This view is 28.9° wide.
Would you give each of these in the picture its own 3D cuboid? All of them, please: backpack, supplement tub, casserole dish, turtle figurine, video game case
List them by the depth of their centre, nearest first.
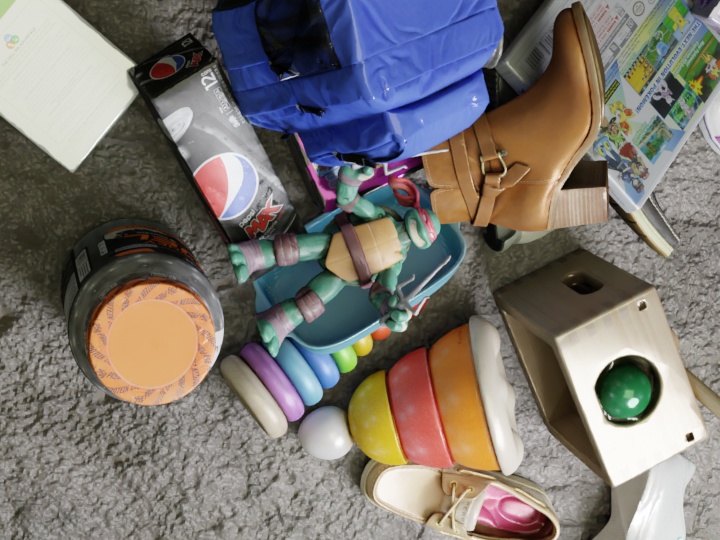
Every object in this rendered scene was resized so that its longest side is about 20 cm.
[{"bbox_3d":[-0.014,-0.165,1.058,0.162,0.200,0.168,-22,106,-37],"label":"backpack"},{"bbox_3d":[-0.178,0.033,1.134,0.122,0.200,0.123,-4,104,-14],"label":"supplement tub"},{"bbox_3d":[-0.002,-0.014,1.151,0.199,0.101,0.150,-24,83,-2],"label":"turtle figurine"},{"bbox_3d":[0.000,0.000,1.223,0.200,0.121,0.039,-33,151,-14],"label":"casserole dish"},{"bbox_3d":[0.232,-0.184,1.239,0.182,0.022,0.200,45,65,-15],"label":"video game case"}]

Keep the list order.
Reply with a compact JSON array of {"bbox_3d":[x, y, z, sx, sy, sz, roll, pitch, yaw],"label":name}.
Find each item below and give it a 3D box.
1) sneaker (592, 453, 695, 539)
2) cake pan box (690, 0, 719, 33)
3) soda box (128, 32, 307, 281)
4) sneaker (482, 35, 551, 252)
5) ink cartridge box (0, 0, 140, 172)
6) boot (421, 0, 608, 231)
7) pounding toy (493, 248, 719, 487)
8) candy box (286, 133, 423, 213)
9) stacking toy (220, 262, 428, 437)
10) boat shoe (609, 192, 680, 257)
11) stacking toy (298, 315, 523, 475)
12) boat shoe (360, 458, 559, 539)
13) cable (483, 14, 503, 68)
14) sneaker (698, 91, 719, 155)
[{"bbox_3d":[0.279,0.272,1.383,0.088,0.075,0.201,17,97,-29],"label":"sneaker"},{"bbox_3d":[0.423,-0.263,1.258,0.184,0.052,0.200,27,100,-14],"label":"cake pan box"},{"bbox_3d":[-0.114,-0.091,1.160,0.063,0.071,0.200,-33,127,-7],"label":"soda box"},{"bbox_3d":[0.145,-0.122,1.254,0.088,0.074,0.201,-15,114,-15],"label":"sneaker"},{"bbox_3d":[-0.279,-0.183,1.130,0.200,0.059,0.104,40,89,-20],"label":"ink cartridge box"},{"bbox_3d":[0.126,-0.123,1.161,0.155,0.077,0.201,-1,126,12],"label":"boot"},{"bbox_3d":[0.244,0.092,1.258,0.142,0.200,0.185,-26,108,-8],"label":"pounding toy"},{"bbox_3d":[-0.014,-0.170,1.203,0.136,0.061,0.201,-25,108,-8],"label":"candy box"},{"bbox_3d":[-0.024,0.058,1.249,0.200,0.085,0.085,-37,109,-10],"label":"stacking toy"},{"bbox_3d":[0.242,-0.100,1.280,0.065,0.073,0.200,-38,109,2],"label":"boat shoe"},{"bbox_3d":[0.040,0.130,1.274,0.199,0.146,0.147,-12,107,9],"label":"stacking toy"},{"bbox_3d":[0.100,0.217,1.319,0.199,0.069,0.074,13,99,-17],"label":"boat shoe"},{"bbox_3d":[0.094,-0.203,1.152,0.050,0.200,0.097,11,92,-16],"label":"cable"},{"bbox_3d":[0.408,-0.105,1.302,0.200,0.114,0.073,36,94,-18],"label":"sneaker"}]
